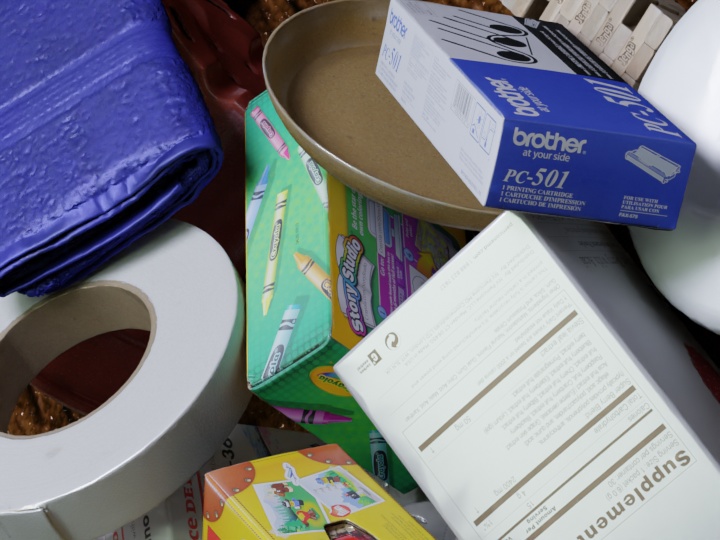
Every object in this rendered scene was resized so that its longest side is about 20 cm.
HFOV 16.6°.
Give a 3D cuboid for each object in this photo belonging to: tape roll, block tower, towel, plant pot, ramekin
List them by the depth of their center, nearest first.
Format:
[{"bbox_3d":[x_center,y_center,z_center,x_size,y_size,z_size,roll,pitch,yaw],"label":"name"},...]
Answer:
[{"bbox_3d":[0.215,-0.049,1.133,0.200,0.097,0.202,-16,67,41],"label":"ramekin"},{"bbox_3d":[0.045,-0.076,1.255,0.200,0.199,0.028,50,136,41],"label":"plant pot"},{"bbox_3d":[-0.145,0.056,1.261,0.201,0.037,0.204,-17,41,15],"label":"tape roll"},{"bbox_3d":[0.114,-0.146,1.295,0.058,0.054,0.200,-57,46,15],"label":"block tower"},{"bbox_3d":[-0.158,-0.089,1.326,0.147,0.050,0.201,-30,53,8],"label":"towel"},{"bbox_3d":[-0.129,-0.052,1.425,0.195,0.200,0.201,-45,50,16],"label":"plant pot"}]

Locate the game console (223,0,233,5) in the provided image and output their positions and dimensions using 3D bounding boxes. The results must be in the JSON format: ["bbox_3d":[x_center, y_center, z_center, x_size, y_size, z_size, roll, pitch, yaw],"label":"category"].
[{"bbox_3d":[-0.176,-0.160,1.535,0.200,0.116,0.177,-39,47,30],"label":"game console"}]

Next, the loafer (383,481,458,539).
[{"bbox_3d":[0.039,0.149,1.269,0.070,0.070,0.201,-28,59,36],"label":"loafer"}]

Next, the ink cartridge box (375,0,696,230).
[{"bbox_3d":[0.077,-0.077,1.159,0.200,0.093,0.045,-123,42,-64],"label":"ink cartridge box"}]

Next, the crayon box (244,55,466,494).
[{"bbox_3d":[0.000,0.000,1.281,0.058,0.119,0.201,-32,41,28],"label":"crayon box"}]

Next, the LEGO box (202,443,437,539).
[{"bbox_3d":[0.002,0.196,1.141,0.200,0.077,0.150,39,133,51],"label":"LEGO box"}]

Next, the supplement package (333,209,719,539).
[{"bbox_3d":[0.107,0.083,1.129,0.120,0.121,0.200,-42,75,17],"label":"supplement package"}]

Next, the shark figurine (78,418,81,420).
[{"bbox_3d":[-0.090,0.162,1.386,0.128,0.089,0.216,-32,59,33],"label":"shark figurine"}]

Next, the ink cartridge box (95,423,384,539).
[{"bbox_3d":[-0.068,0.144,1.280,0.067,0.199,0.117,-38,53,43],"label":"ink cartridge box"}]
